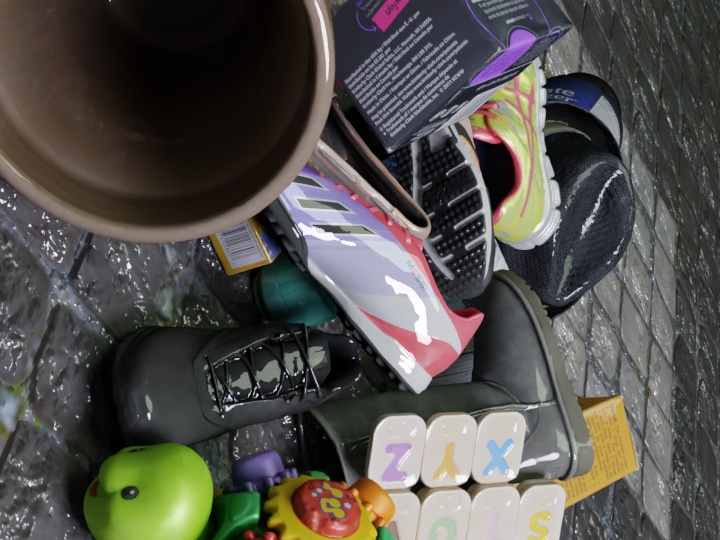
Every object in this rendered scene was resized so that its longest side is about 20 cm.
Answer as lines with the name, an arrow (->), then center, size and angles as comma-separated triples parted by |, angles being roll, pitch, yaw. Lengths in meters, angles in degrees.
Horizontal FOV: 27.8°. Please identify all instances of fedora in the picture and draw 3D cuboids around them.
fedora -> 0.171, -0.041, 1.249 | 0.199, 0.091, 0.203 | -7, 105, -26

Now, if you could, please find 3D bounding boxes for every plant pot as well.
plant pot -> -0.108, -0.141, 0.794 | 0.175, 0.198, 0.202 | -86, 151, -64

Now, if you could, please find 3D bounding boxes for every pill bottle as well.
pill bottle -> 0.193, -0.125, 1.415 | 0.113, 0.111, 0.200 | 68, 28, -15

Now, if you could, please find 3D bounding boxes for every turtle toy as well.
turtle toy -> -0.054, 0.154, 0.782 | 0.198, 0.102, 0.146 | 17, 30, -13

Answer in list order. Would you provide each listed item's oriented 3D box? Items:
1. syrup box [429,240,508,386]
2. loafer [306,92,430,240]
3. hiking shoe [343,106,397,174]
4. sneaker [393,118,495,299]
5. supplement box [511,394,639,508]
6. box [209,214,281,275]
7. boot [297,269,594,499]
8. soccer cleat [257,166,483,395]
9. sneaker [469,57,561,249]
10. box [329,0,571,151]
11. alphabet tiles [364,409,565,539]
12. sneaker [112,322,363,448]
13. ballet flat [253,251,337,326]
syrup box -> 0.097, 0.071, 1.170 | 0.201, 0.081, 0.079 | 64, 30, -19
loafer -> -0.026, -0.091, 0.932 | 0.201, 0.062, 0.072 | 55, 36, -17
hiking shoe -> 0.047, -0.106, 1.166 | 0.200, 0.074, 0.088 | -34, 107, -62
sneaker -> 0.060, -0.077, 1.039 | 0.080, 0.073, 0.202 | 7, 65, -59
supplement box -> 0.112, 0.153, 1.079 | 0.199, 0.066, 0.070 | -22, 97, -31
box -> -0.062, -0.097, 0.995 | 0.120, 0.041, 0.200 | 65, 31, -19
boot -> 0.048, 0.089, 1.010 | 0.073, 0.198, 0.183 | 107, -33, -52
soccer cleat -> -0.004, -0.016, 0.905 | 0.200, 0.073, 0.068 | 51, -5, -15
sneaker -> 0.098, -0.117, 1.122 | 0.090, 0.078, 0.202 | 1, 70, -57
box -> 0.020, -0.196, 0.927 | 0.201, 0.106, 0.122 | 55, 34, 5
alphabet tiles -> 0.048, 0.187, 0.949 | 0.198, 0.015, 0.198 | 2, 103, -31
sneaker -> -0.069, 0.059, 0.851 | 0.199, 0.090, 0.077 | -14, 91, -62
ballet flat -> 0.000, 0.000, 1.031 | 0.200, 0.070, 0.068 | -21, 94, -63
